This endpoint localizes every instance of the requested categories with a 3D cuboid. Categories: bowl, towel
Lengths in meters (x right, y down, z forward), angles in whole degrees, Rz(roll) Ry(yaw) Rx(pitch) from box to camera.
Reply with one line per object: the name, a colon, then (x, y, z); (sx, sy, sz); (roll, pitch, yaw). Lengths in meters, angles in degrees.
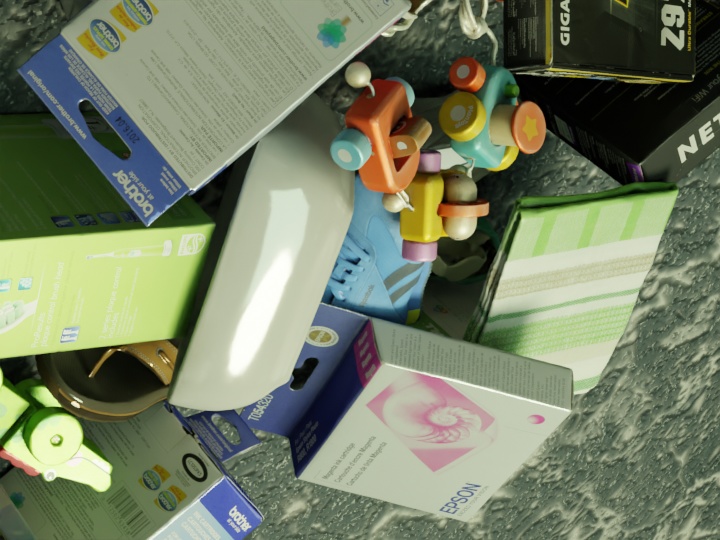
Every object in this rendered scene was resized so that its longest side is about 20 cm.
bowl: (-0.059, -0.014, 1.077); (0.074, 0.200, 0.201); (20, 109, -8)
towel: (0.144, 0.020, 1.224); (0.148, 0.031, 0.201); (-9, 134, -30)

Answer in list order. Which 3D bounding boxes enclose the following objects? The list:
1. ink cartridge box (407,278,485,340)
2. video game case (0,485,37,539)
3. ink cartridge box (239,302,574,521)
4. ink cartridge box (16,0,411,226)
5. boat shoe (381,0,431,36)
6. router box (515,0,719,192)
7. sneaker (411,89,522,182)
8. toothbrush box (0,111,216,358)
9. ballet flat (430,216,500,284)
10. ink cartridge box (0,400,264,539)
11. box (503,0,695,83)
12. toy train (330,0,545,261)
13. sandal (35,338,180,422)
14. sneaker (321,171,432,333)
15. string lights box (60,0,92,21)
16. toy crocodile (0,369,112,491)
ink cartridge box: (0.060, 0.054, 1.307); (0.199, 0.104, 0.060); (-6, 125, -37)
video game case: (-0.299, 0.226, 1.076); (0.199, 0.181, 0.046); (-30, 137, -18)
ink cartridge box: (0.026, 0.108, 1.206); (0.198, 0.044, 0.197); (14, 145, -13)
ink cartridge box: (-0.084, -0.132, 0.949); (0.200, 0.042, 0.120); (-41, 95, -10)
boat shoe: (0.012, -0.185, 1.061); (0.199, 0.070, 0.071); (-29, 138, 16)
router box: (0.239, -0.160, 1.259); (0.200, 0.149, 0.051); (-39, 138, -9)
sneaker: (0.056, -0.083, 1.193); (0.199, 0.073, 0.071); (-18, 135, -52)
toothbrush box: (-0.210, -0.024, 0.985); (0.199, 0.146, 0.087); (-5, 125, -39)
ballet flat: (0.036, -0.025, 1.250); (0.199, 0.070, 0.068); (7, 118, -43)
ink cartridge box: (-0.165, 0.165, 1.177); (0.200, 0.136, 0.076); (-41, 140, -6)
box: (0.168, -0.233, 1.149); (0.159, 0.049, 0.202); (-1, 92, -43)
toy train: (0.060, -0.091, 1.030); (0.200, 0.055, 0.151); (-49, 137, -42)
sandal: (-0.141, 0.059, 1.153); (0.199, 0.082, 0.055); (4, 133, -46)
sneaker: (0.000, 0.000, 1.132); (0.078, 0.066, 0.201); (-28, 155, -16)
string lights box: (-0.093, -0.224, 0.994); (0.199, 0.059, 0.103); (-31, 135, -18)
toy crocodile: (-0.241, 0.090, 1.088); (0.062, 0.067, 0.200); (-50, 127, -3)
